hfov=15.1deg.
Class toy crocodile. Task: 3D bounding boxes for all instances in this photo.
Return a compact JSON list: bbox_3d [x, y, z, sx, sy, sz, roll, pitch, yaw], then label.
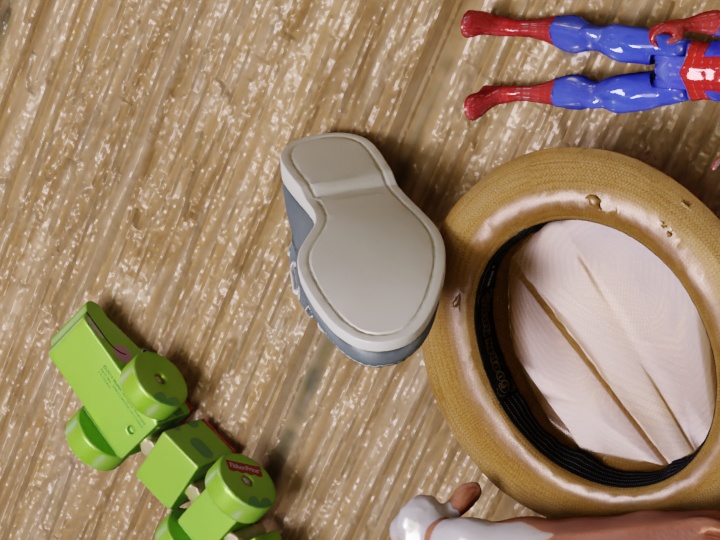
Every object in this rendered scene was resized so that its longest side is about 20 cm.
[{"bbox_3d":[-0.100,0.102,1.496,0.200,0.062,0.068,49,120,13],"label":"toy crocodile"}]

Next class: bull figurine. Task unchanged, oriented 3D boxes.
[{"bbox_3d":[0.105,0.158,1.315,0.200,0.065,0.121,-4,130,33],"label":"bull figurine"}]

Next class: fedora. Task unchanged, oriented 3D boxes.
[{"bbox_3d":[0.127,0.031,1.337,0.200,0.082,0.201,8,108,26],"label":"fedora"}]

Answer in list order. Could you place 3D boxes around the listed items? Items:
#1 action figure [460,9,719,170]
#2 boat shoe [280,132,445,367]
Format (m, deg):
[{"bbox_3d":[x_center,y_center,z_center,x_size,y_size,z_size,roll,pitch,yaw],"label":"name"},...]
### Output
[{"bbox_3d":[0.135,-0.091,1.296,0.200,0.099,0.065,3,105,25],"label":"action figure"},{"bbox_3d":[0.000,0.000,1.351,0.073,0.200,0.062,-8,121,-8],"label":"boat shoe"}]
